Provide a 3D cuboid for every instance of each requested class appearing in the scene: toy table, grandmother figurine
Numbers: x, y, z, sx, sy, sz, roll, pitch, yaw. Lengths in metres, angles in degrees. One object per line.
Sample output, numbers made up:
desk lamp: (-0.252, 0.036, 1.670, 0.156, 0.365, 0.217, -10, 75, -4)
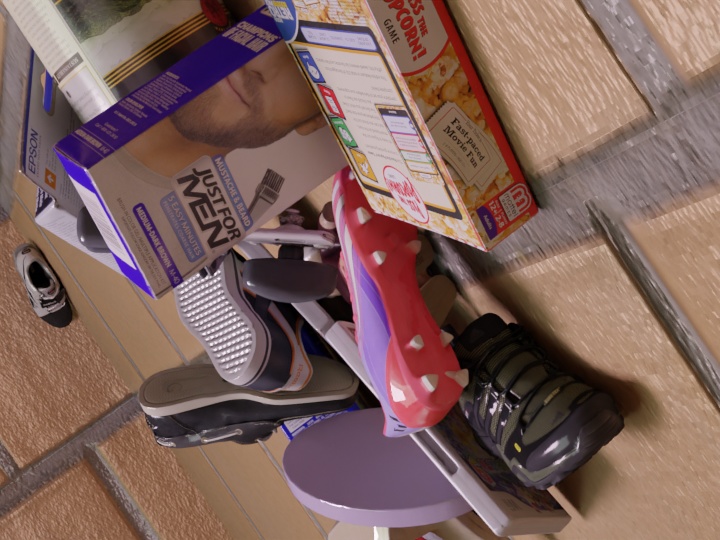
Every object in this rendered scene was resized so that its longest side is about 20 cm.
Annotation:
toy table: (0.038, 0.201, 1.278, 0.198, 0.184, 0.118, 10, 131, 40)
grandmother figurine: (0.000, 0.000, 1.172, 0.199, 0.060, 0.123, 2, 117, 67)

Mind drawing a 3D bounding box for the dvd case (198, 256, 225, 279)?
dvd case: (-0.157, -0.113, 1.294, 0.202, 0.016, 0.149, 61, -153, -21)

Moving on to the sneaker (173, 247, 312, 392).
sneaker: (-0.105, 0.042, 1.320, 0.079, 0.079, 0.201, 22, -157, -36)

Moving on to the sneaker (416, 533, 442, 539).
sneaker: (0.120, 0.300, 1.436, 0.199, 0.114, 0.071, 29, 177, -34)

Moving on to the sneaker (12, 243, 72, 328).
sneaker: (-0.646, 0.045, 3.066, 0.088, 0.074, 0.202, 33, 153, 56)

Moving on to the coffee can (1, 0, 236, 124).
coffee can: (-0.167, -0.171, 1.142, 0.201, 0.146, 0.146, 56, 164, -7)

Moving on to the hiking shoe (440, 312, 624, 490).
hiking shoe: (0.102, 0.082, 1.007, 0.101, 0.076, 0.200, 54, 165, -11)

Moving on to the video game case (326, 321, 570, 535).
video game case: (0.069, 0.120, 1.138, 0.200, 0.018, 0.143, 48, -168, 23)

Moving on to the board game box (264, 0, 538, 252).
board game box: (0.015, -0.117, 0.912, 0.151, 0.046, 0.202, 24, 146, 60)

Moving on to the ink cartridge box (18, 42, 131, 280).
ink cartridge box: (-0.220, -0.110, 1.231, 0.200, 0.040, 0.202, 39, -141, -48)

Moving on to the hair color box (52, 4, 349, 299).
hair color box: (-0.090, -0.086, 0.996, 0.065, 0.199, 0.110, 29, 151, 51)

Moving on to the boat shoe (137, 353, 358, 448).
boat shoe: (-0.096, 0.120, 1.341, 0.072, 0.197, 0.068, -88, -11, -58)

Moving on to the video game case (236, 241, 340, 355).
video game case: (-0.041, 0.038, 1.335, 0.143, 0.018, 0.200, 45, 178, 30)

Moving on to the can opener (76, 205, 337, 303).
can opener: (-0.114, -0.018, 1.124, 0.053, 0.197, 0.068, 98, 178, -80)

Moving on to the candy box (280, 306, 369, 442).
candy box: (-0.058, 0.106, 1.446, 0.201, 0.077, 0.169, 56, 180, 2)

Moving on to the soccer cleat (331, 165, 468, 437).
soccer cleat: (0.013, 0.016, 1.037, 0.076, 0.066, 0.202, -40, 61, 42)
